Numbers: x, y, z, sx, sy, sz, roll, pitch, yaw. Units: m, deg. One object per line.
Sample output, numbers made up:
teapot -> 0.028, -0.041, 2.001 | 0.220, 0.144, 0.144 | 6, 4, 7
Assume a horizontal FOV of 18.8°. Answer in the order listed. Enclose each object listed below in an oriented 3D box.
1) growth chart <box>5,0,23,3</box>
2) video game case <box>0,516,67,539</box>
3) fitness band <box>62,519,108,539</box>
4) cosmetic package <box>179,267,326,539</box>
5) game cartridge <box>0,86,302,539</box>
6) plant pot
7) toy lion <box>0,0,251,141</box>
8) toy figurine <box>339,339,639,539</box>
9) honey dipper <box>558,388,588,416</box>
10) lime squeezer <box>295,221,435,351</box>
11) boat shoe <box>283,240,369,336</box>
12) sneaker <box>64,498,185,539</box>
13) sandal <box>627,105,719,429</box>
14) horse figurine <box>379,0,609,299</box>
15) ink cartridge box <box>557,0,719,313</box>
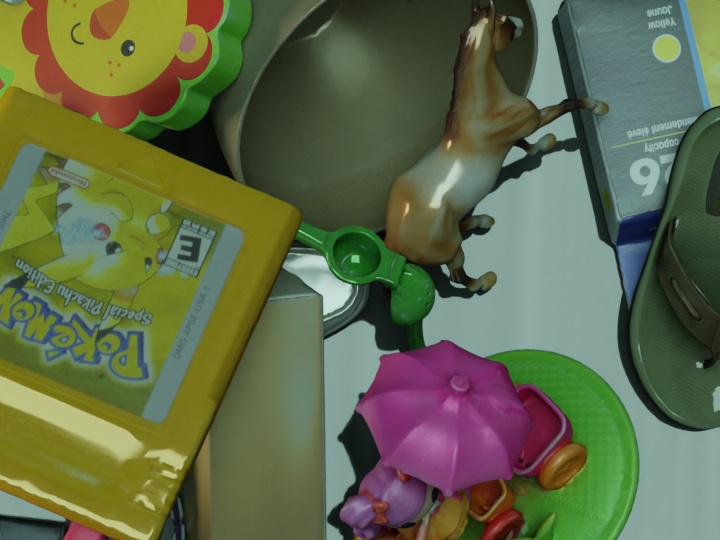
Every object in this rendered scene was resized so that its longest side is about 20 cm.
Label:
growth chart -> -0.198, -0.210, 1.332 | 0.145, 0.018, 0.200 | -46, 107, -9
video game case -> -0.260, 0.157, 1.232 | 0.199, 0.181, 0.026 | 6, 74, -2
fitness band -> -0.211, 0.140, 1.128 | 0.143, 0.037, 0.200 | 27, 71, 3
cosmetic package -> -0.067, 0.102, 1.251 | 0.071, 0.105, 0.201 | -5, 102, -18
game cartridge -> -0.148, 0.023, 1.140 | 0.176, 0.032, 0.200 | 23, 69, 1
plant pot -> -0.015, -0.137, 1.291 | 0.200, 0.200, 0.135 | -34, 52, -6
toy lion -> -0.161, -0.147, 1.233 | 0.192, 0.069, 0.200 | -46, 66, 15
toy figurine -> 0.044, 0.114, 1.231 | 0.200, 0.184, 0.150 | -46, 62, 5
honey dipper -> 0.089, 0.166, 1.321 | 0.038, 0.038, 0.200 | 28, 87, 1
lime squeezer -> 0.000, 0.000, 1.265 | 0.200, 0.071, 0.038 | 38, 75, -35
boat shoe -> -0.092, 0.018, 1.312 | 0.199, 0.069, 0.071 | -8, 84, -3
sneaker -> -0.162, 0.099, 1.232 | 0.074, 0.087, 0.201 | -19, 84, 22
sandal -> 0.209, 0.001, 1.310 | 0.079, 0.057, 0.202 | 3, 106, -8
horse figurine -> 0.064, -0.055, 1.286 | 0.050, 0.132, 0.200 | 45, 109, 33
ink cartridge box -> 0.241, -0.092, 1.352 | 0.197, 0.047, 0.201 | -13, 82, -4
